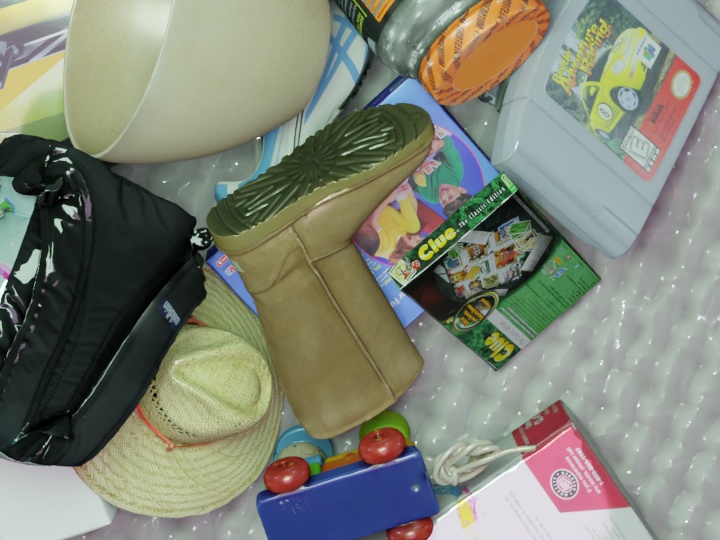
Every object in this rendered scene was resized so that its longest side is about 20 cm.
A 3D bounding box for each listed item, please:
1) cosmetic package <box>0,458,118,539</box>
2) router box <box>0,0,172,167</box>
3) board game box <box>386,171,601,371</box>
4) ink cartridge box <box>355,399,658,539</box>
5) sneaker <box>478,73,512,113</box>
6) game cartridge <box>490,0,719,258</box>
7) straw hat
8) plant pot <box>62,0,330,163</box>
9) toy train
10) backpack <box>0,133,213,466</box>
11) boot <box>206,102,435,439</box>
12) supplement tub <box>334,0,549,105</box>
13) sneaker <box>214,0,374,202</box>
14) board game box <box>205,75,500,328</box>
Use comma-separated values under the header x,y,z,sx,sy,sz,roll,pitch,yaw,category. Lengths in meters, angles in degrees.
x,y,z,sx,sy,sz,roll,pitch,yaw,category
-0.240,0.087,1.716,0.084,0.108,0.201,-20,101,7,cosmetic package
-0.196,-0.151,1.703,0.199,0.052,0.158,-20,101,1,router box
0.096,0.004,1.681,0.105,0.200,0.023,-42,62,4,board game box
0.108,0.213,1.764,0.199,0.086,0.148,-33,100,5,ink cartridge box
0.104,-0.137,1.715,0.081,0.074,0.201,-24,94,12,sneaker
0.171,-0.126,1.673,0.133,0.041,0.201,36,66,-18,game cartridge
-0.110,0.078,1.682,0.200,0.085,0.203,3,84,-38,straw hat
-0.098,-0.158,1.596,0.134,0.200,0.202,12,100,-26,plant pot
0.026,0.136,1.728,0.199,0.116,0.085,-17,111,4,toy train
-0.206,0.029,1.585,0.166,0.126,0.201,27,79,-37,backpack
0.000,0.000,1.655,0.174,0.066,0.201,-28,129,0,boot
0.031,-0.216,1.629,0.122,0.122,0.200,-38,72,5,supplement tub
-0.040,-0.122,1.680,0.072,0.072,0.201,25,74,-6,sneaker
0.006,-0.028,1.737,0.200,0.045,0.135,-41,99,5,board game box
